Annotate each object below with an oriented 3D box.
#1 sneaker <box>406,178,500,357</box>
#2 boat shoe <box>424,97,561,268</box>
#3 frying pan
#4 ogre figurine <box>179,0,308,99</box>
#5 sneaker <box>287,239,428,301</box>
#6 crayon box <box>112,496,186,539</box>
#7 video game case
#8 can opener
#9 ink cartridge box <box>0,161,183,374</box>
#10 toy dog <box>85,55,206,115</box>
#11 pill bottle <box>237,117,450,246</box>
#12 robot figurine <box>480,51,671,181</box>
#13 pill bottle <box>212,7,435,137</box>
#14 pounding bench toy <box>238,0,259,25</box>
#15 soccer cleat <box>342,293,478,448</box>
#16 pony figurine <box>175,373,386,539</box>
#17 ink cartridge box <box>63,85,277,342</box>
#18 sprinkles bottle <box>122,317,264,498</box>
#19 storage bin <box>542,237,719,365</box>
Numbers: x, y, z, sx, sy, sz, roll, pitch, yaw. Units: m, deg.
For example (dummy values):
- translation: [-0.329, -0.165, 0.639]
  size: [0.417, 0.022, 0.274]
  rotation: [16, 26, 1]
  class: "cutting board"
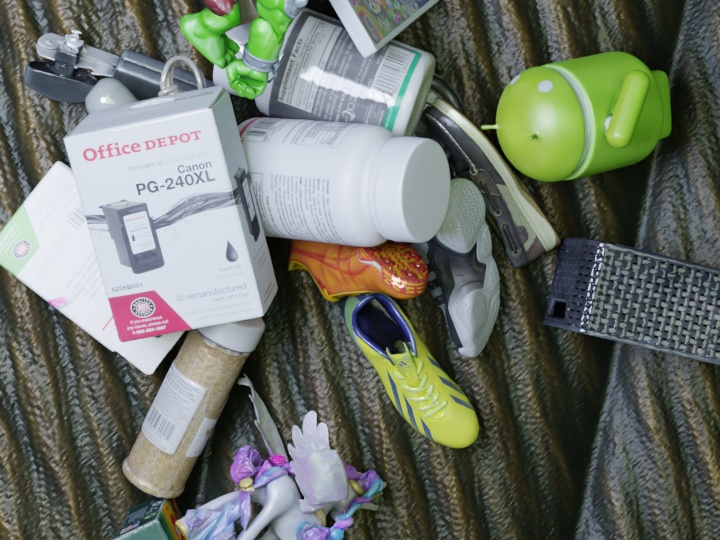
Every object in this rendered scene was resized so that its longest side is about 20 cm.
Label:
- translation: [0.074, -0.008, 1.625]
  size: [0.113, 0.076, 0.201]
  rotation: [10, 127, 30]
  class: "sneaker"
- translation: [0.124, -0.083, 1.620]
  size: [0.066, 0.072, 0.201]
  rotation: [-41, 111, 1]
  class: "boat shoe"
- translation: [0.023, -0.131, 1.640]
  size: [0.189, 0.031, 0.116]
  rotation: [-29, 93, -9]
  class: "frying pan"
- translation: [-0.119, -0.263, 1.424]
  size: [0.120, 0.098, 0.201]
  rotation: [-32, 70, 36]
  class: "ogre figurine"
- translation: [0.000, 0.000, 1.566]
  size: [0.073, 0.200, 0.078]
  rotation: [3, 103, -34]
  class: "sneaker"
- translation: [-0.170, 0.327, 1.572]
  size: [0.050, 0.127, 0.201]
  rotation: [-25, 95, 1]
  class: "crayon box"
- translation: [0.006, -0.297, 1.554]
  size: [0.018, 0.200, 0.144]
  rotation: [-26, 101, 29]
  class: "video game case"
- translation: [-0.231, -0.188, 1.600]
  size: [0.198, 0.053, 0.067]
  rotation: [16, 121, -6]
  class: "can opener"
- translation: [-0.253, -0.001, 1.585]
  size: [0.200, 0.067, 0.117]
  rotation: [39, 85, -6]
  class: "ink cartridge box"
- translation: [-0.195, -0.099, 1.561]
  size: [0.131, 0.096, 0.201]
  rotation: [-30, 101, -35]
  class: "toy dog"
- translation: [-0.024, -0.082, 1.509]
  size: [0.199, 0.113, 0.114]
  rotation: [7, 90, 31]
  class: "pill bottle"
- translation: [0.220, -0.153, 1.600]
  size: [0.199, 0.175, 0.117]
  rotation: [-14, 107, -32]
  class: "robot figurine"
- translation: [-0.036, -0.191, 1.575]
  size: [0.199, 0.113, 0.114]
  rotation: [21, 88, 6]
  class: "pill bottle"
- translation: [-0.102, -0.330, 1.548]
  size: [0.123, 0.156, 0.202]
  rotation: [-6, 93, 25]
  class: "pounding bench toy"
- translation: [0.050, 0.101, 1.617]
  size: [0.065, 0.084, 0.201]
  rotation: [-37, 95, -4]
  class: "soccer cleat"
- translation: [-0.078, 0.221, 1.581]
  size: [0.200, 0.166, 0.194]
  rotation: [-37, 125, -15]
  class: "pony figurine"
- translation: [-0.172, -0.052, 1.466]
  size: [0.144, 0.083, 0.202]
  rotation: [-10, 107, 11]
  class: "ink cartridge box"
- translation: [-0.164, 0.123, 1.572]
  size: [0.068, 0.068, 0.201]
  rotation: [26, 105, -7]
  class: "sprinkles bottle"
- translation: [0.298, 0.033, 1.620]
  size: [0.198, 0.135, 0.095]
  rotation: [14, 90, -7]
  class: "storage bin"
